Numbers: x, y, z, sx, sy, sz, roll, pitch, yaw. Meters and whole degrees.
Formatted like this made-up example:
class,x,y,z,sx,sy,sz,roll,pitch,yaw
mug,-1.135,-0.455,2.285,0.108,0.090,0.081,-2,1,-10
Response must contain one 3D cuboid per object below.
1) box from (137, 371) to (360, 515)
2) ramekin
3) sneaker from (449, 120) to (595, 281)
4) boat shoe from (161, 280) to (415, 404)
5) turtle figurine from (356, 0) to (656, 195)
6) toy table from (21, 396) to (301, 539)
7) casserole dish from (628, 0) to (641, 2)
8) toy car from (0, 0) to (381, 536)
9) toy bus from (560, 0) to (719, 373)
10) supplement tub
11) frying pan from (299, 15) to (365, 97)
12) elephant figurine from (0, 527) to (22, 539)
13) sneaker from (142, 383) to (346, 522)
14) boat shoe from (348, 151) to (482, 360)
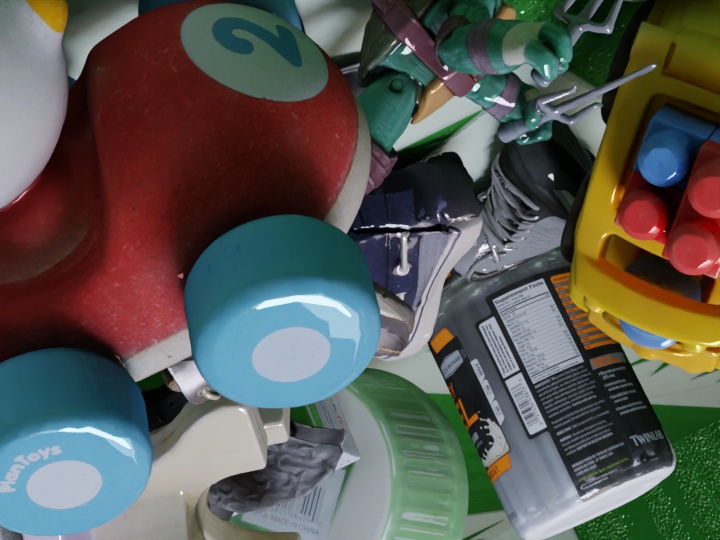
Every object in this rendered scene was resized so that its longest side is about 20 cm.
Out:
class,x,y,z,sx,sy,sz,roll,pitch,yaw
box,-0.117,0.115,1.078,0.199,0.097,0.176,-24,168,2
ramekin,-0.029,0.165,1.226,0.199,0.201,0.098,-31,156,20
sneaker,0.090,-0.032,0.994,0.115,0.075,0.200,-26,165,13
boat shoe,-0.075,0.020,0.764,0.198,0.074,0.075,12,-172,-11
turtle figurine,0.042,-0.083,0.704,0.200,0.101,0.150,-45,167,8
toy table,-0.095,0.124,0.849,0.116,0.185,0.200,-5,150,6
casserole dish,0.159,-0.175,0.706,0.120,0.039,0.200,-21,163,-18
toy car,-0.111,-0.054,0.531,0.176,0.185,0.200,-29,135,14
toy bus,0.162,-0.027,0.794,0.192,0.135,0.201,-44,153,-60
supplement tub,0.122,0.072,1.136,0.122,0.201,0.123,-23,163,-7
frying pan,-0.010,-0.080,0.777,0.114,0.031,0.190,-20,166,-24
elephant figurine,-0.215,0.083,0.820,0.142,0.154,0.201,-54,155,-42
sneaker,-0.116,0.089,0.955,0.105,0.199,0.060,-57,-179,9
boat shoe,0.000,0.000,0.982,0.092,0.075,0.200,-12,153,-20
